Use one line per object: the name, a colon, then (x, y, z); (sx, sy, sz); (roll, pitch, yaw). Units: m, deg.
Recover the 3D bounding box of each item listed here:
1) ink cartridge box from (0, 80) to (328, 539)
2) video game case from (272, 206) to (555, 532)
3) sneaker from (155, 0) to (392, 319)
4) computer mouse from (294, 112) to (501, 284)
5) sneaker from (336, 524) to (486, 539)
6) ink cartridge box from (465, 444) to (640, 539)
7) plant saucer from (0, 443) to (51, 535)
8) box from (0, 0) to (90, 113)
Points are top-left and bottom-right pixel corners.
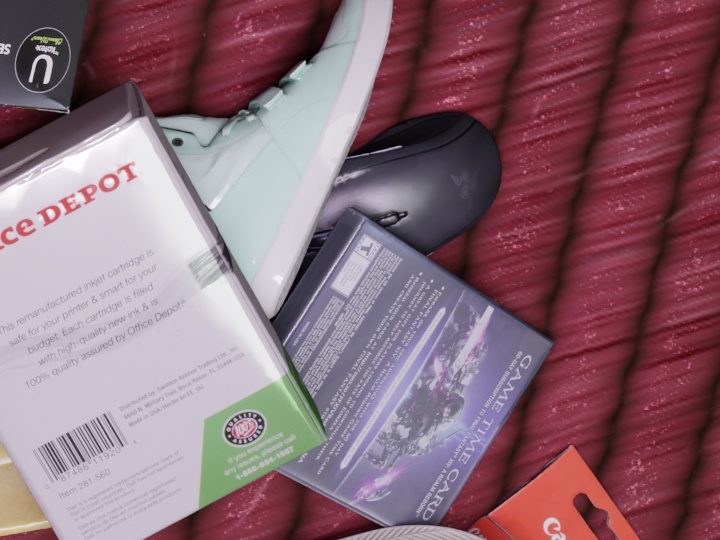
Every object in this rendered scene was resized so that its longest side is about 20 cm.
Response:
ink cartridge box: (-0.128, 0.026, 1.458); (0.146, 0.084, 0.200); (-27, 109, 1)
video game case: (0.015, 0.063, 1.608); (0.200, 0.019, 0.143); (32, 91, -49)
sneaker: (-0.061, -0.086, 1.545); (0.118, 0.074, 0.201); (23, 72, 2)
computer mouse: (0.000, 0.000, 1.607); (0.200, 0.046, 0.141); (-17, 108, -17)
sneaker: (-0.007, 0.201, 1.633); (0.199, 0.075, 0.085); (-7, 114, 5)
ink cartridge box: (0.084, 0.209, 1.698); (0.200, 0.050, 0.109); (-40, 115, -7)
plant saucer: (-0.207, 0.041, 1.518); (0.199, 0.048, 0.200); (-9, 108, -7)
box: (-0.208, -0.192, 1.399); (0.124, 0.148, 0.200); (4, 103, -40)
